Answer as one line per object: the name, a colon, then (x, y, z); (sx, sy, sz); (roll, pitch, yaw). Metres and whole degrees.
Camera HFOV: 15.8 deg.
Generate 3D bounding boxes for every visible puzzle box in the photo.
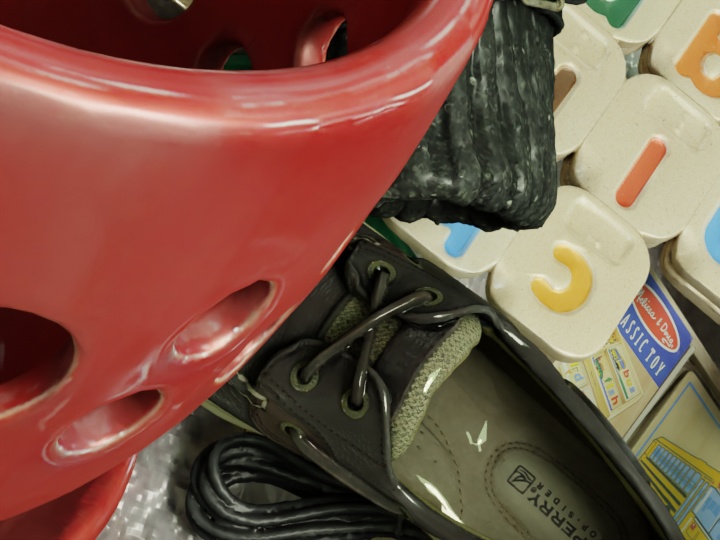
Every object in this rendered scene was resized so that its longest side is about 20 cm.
puzzle box: (0.091, 0.102, 0.861); (0.133, 0.025, 0.200); (-52, 128, -18)

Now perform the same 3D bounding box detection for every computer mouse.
computer mouse: (-0.015, 0.145, 0.743); (0.109, 0.044, 0.201); (15, 83, -7)

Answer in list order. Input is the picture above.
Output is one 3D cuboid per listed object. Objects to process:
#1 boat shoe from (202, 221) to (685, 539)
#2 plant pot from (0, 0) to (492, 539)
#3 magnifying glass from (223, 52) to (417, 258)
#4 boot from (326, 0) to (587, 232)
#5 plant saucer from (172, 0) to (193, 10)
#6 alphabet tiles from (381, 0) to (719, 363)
boat shoe: (0.012, 0.027, 0.706); (0.200, 0.065, 0.073); (34, 74, -10)
plant pot: (-0.097, -0.036, 0.515); (0.200, 0.201, 0.183); (-10, 141, -43)
magnifying glass: (0.000, 0.000, 0.789); (0.200, 0.022, 0.080); (32, 71, -41)
boot: (0.000, -0.093, 0.631); (0.211, 0.079, 0.159); (15, 85, -57)
plant saucer: (-0.013, -0.154, 0.733); (0.199, 0.035, 0.201); (3, 85, -31)
alphabet tiles: (0.067, -0.075, 0.787); (0.200, 0.015, 0.196); (38, 62, -6)
